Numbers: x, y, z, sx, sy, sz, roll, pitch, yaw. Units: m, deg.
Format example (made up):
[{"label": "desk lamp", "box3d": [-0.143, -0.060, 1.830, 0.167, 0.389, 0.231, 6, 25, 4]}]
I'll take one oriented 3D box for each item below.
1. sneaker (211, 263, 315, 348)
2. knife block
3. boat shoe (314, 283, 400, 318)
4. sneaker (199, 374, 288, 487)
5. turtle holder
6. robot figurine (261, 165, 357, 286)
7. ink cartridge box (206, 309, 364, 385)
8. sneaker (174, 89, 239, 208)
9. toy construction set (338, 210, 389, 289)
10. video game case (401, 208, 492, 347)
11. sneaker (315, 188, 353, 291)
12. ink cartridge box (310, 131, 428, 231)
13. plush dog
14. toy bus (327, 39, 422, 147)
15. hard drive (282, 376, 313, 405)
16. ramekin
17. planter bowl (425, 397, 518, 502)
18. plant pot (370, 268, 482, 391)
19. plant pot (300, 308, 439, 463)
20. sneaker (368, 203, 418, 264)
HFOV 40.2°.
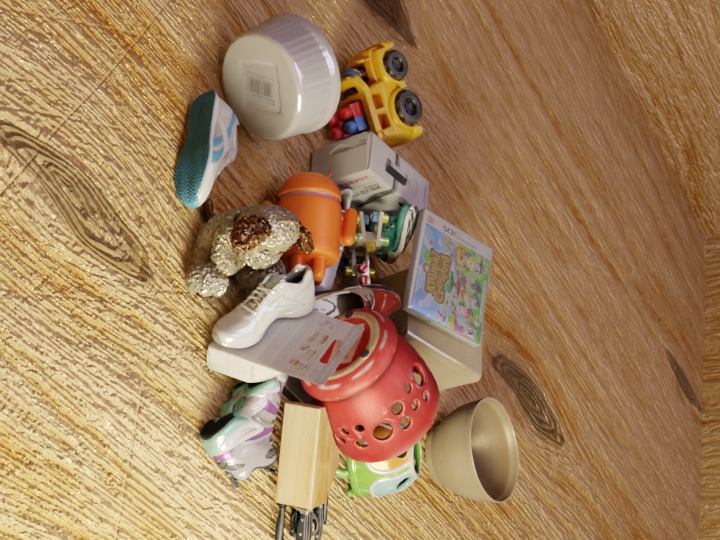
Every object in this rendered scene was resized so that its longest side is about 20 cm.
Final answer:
[{"label": "sneaker", "box3d": [-0.148, 0.049, 1.501, 0.199, 0.070, 0.081, -31, 141, -38]}, {"label": "knife block", "box3d": [-0.094, 0.331, 1.526, 0.177, 0.063, 0.202, -67, 154, -42]}, {"label": "boat shoe", "box3d": [-0.013, 0.059, 1.664, 0.196, 0.062, 0.073, -2, 88, -27]}, {"label": "sneaker", "box3d": [-0.155, 0.248, 1.517, 0.200, 0.077, 0.142, -46, 119, -40]}, {"label": "turtle holder", "box3d": [0.040, 0.334, 1.710, 0.142, 0.129, 0.188, -75, 157, -49]}, {"label": "robot figurine", "box3d": [-0.087, -0.079, 1.677, 0.116, 0.141, 0.204, 27, 59, -56]}, {"label": "ink cartridge box", "box3d": [-0.114, 0.117, 1.516, 0.161, 0.197, 0.051, -51, 154, -50]}, {"label": "sneaker", "box3d": [-0.234, -0.183, 1.546, 0.081, 0.075, 0.204, 40, 50, -44]}, {"label": "toy construction set", "box3d": [0.000, 0.000, 1.784, 0.091, 0.131, 0.204, 19, 66, -16]}, {"label": "video game case", "box3d": [0.163, 0.013, 1.797, 0.180, 0.022, 0.204, 27, 61, -29]}, {"label": "sneaker", "box3d": [-0.057, -0.054, 1.752, 0.076, 0.080, 0.204, 27, 58, -42]}, {"label": "ink cartridge box", "box3d": [0.017, -0.162, 1.849, 0.199, 0.142, 0.085, 35, 51, -44]}, {"label": "plush dog", "box3d": [-0.166, -0.051, 1.511, 0.199, 0.169, 0.164, -6, 83, -55]}, {"label": "toy bus", "box3d": [0.004, -0.331, 1.924, 0.190, 0.135, 0.204, -20, 93, -40]}, {"label": "hard drive", "box3d": [-0.100, 0.154, 1.663, 0.200, 0.032, 0.141, 49, 43, -35]}, {"label": "ramekin", "box3d": [-0.138, -0.315, 1.634, 0.097, 0.198, 0.204, -32, 105, -47]}, {"label": "planter bowl", "box3d": [0.212, 0.363, 1.963, 0.199, 0.133, 0.204, 25, 59, -50]}, {"label": "plant pot", "box3d": [0.100, 0.104, 1.852, 0.175, 0.198, 0.204, 26, 57, -37]}, {"label": "plant pot", "box3d": [0.005, 0.178, 1.594, 0.184, 0.197, 0.203, 55, 39, -34]}, {"label": "sneaker", "box3d": [0.054, -0.070, 1.846, 0.079, 0.200, 0.078, 28, 64, -4]}]
